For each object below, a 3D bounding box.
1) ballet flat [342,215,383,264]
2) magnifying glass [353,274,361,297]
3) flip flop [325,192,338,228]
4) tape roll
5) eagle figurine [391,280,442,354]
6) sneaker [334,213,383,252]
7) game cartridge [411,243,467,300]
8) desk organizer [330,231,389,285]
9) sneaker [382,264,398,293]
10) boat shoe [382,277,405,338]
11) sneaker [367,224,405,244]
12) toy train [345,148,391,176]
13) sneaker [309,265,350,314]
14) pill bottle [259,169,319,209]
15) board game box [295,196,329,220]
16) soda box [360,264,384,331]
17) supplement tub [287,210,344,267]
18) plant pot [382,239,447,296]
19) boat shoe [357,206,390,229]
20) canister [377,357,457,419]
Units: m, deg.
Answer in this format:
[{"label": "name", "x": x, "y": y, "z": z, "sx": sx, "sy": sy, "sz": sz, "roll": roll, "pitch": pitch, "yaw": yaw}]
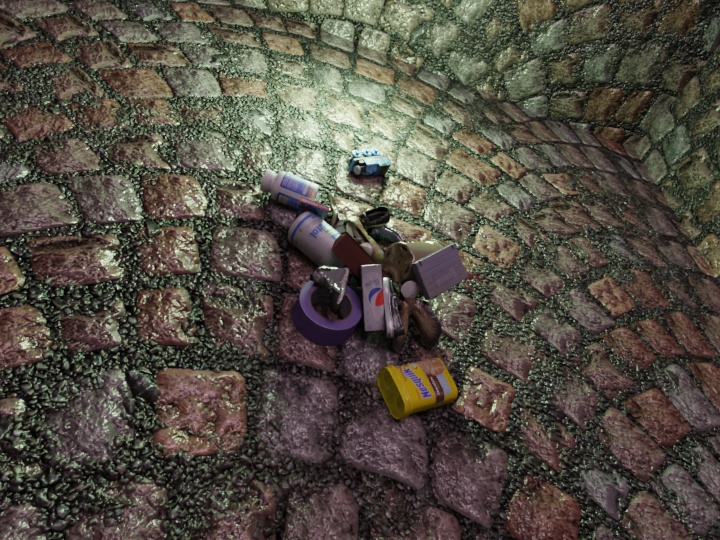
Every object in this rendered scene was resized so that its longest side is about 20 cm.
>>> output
[{"label": "ballet flat", "x": 0.003, "y": -0.100, "z": 1.749, "sx": 0.070, "sy": 0.071, "sz": 0.201, "roll": -21, "pitch": 72, "yaw": -39}, {"label": "magnifying glass", "x": 0.000, "y": 0.000, "z": 1.734, "sx": 0.022, "sy": 0.079, "sz": 0.201, "roll": 45, "pitch": 25, "yaw": -58}, {"label": "flip flop", "x": -0.113, "y": -0.212, "z": 1.909, "sx": 0.057, "sy": 0.081, "sz": 0.201, "roll": -9, "pitch": 50, "yaw": -2}, {"label": "tape roll", "x": -0.101, "y": 0.125, "z": 1.565, "sx": 0.199, "sy": 0.085, "sz": 0.201, "roll": 14, "pitch": 43, "yaw": -13}, {"label": "eagle figurine", "x": 0.160, "y": 0.149, "z": 1.633, "sx": 0.151, "sy": 0.151, "sz": 0.201, "roll": 34, "pitch": 31, "yaw": -47}, {"label": "sneaker", "x": 0.002, "y": -0.133, "z": 1.832, "sx": 0.199, "sy": 0.078, "sz": 0.141, "roll": 18, "pitch": 81, "yaw": -11}, {"label": "game cartridge", "x": 0.257, "y": 0.004, "z": 1.652, "sx": 0.199, "sy": 0.038, "sz": 0.130, "roll": -25, "pitch": 99, "yaw": -37}, {"label": "desk organizer", "x": -0.010, "y": -0.025, "z": 1.632, "sx": 0.200, "sy": 0.072, "sz": 0.077, "roll": 46, "pitch": 79, "yaw": -14}, {"label": "sneaker", "x": 0.088, "y": 0.016, "z": 1.775, "sx": 0.115, "sy": 0.076, "sz": 0.200, "roll": -20, "pitch": 58, "yaw": -42}, {"label": "boat shoe", "x": 0.099, "y": 0.112, "z": 1.561, "sx": 0.056, "sy": 0.069, "sz": 0.201, "roll": -3, "pitch": 59, "yaw": -1}, {"label": "sneaker", "x": 0.082, "y": -0.129, "z": 1.934, "sx": 0.087, "sy": 0.075, "sz": 0.200, "roll": -31, "pitch": 58, "yaw": -25}, {"label": "toy train", "x": 0.032, "y": -0.464, "z": 2.219, "sx": 0.199, "sy": 0.087, "sz": 0.115, "roll": -15, "pitch": 62, "yaw": -37}, {"label": "sneaker", "x": -0.101, "y": 0.051, "z": 1.532, "sx": 0.115, "sy": 0.075, "sz": 0.200, "roll": 16, "pitch": 33, "yaw": -4}, {"label": "pill bottle", "x": -0.262, "y": -0.298, "z": 1.885, "sx": 0.199, "sy": 0.112, "sz": 0.112, "roll": 22, "pitch": 42, "yaw": -6}, {"label": "board game box", "x": -0.171, "y": -0.206, "z": 1.793, "sx": 0.102, "sy": 0.200, "sz": 0.020, "roll": 19, "pitch": 78, "yaw": -8}, {"label": "soda box", "x": 0.036, "y": 0.082, "z": 1.568, "sx": 0.063, "sy": 0.068, "sz": 0.201, "roll": -3, "pitch": 89, "yaw": -4}, {"label": "supplement tub", "x": -0.136, "y": -0.095, "z": 1.731, "sx": 0.200, "sy": 0.132, "sz": 0.132, "roll": 38, "pitch": 43, "yaw": 14}, {"label": "plant pot", "x": 0.179, "y": -0.019, "z": 1.723, "sx": 0.183, "sy": 0.201, "sz": 0.201, "roll": 10, "pitch": 41, "yaw": -45}, {"label": "boat shoe", "x": 0.014, "y": -0.185, "z": 1.901, "sx": 0.200, "sy": 0.063, "sz": 0.074, "roll": -19, "pitch": 55, "yaw": -6}, {"label": "canister", "x": 0.167, "y": 0.336, "z": 1.487, "sx": 0.199, "sy": 0.087, "sz": 0.149, "roll": -5, "pitch": 51, "yaw": -32}]
